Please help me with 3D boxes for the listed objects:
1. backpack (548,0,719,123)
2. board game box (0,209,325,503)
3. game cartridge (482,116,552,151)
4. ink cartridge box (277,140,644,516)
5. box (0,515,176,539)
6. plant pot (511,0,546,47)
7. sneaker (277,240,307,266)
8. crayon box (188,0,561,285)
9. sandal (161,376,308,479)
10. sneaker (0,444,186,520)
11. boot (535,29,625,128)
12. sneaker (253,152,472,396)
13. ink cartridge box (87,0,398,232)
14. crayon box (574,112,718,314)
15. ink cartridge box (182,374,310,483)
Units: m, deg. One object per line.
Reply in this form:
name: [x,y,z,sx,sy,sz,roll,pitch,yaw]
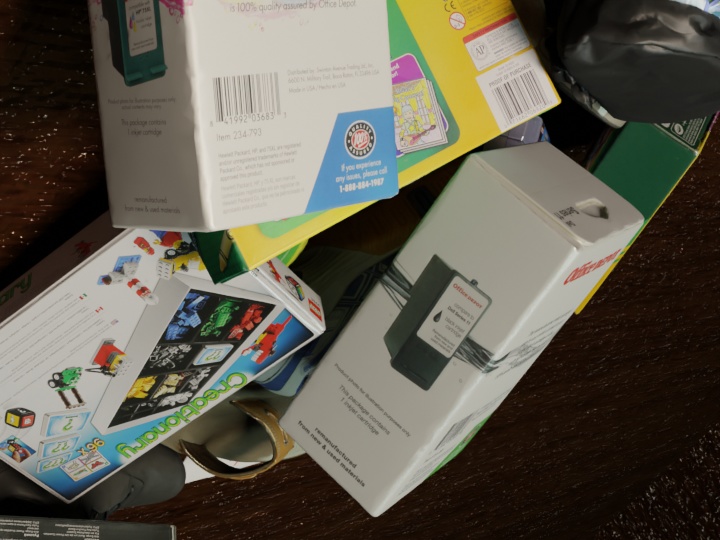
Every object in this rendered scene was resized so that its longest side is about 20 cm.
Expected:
backpack: [0.172,-0.194,0.715,0.152,0.202,0.163,-5,170,21]
board game box: [-0.135,0.042,0.760,0.199,0.035,0.126,-34,126,17]
game cartridge: [0.106,-0.040,0.978,0.200,0.038,0.131,19,90,-77]
ink cartridge box: [0.061,0.028,0.795,0.201,0.083,0.146,-54,165,21]
box: [-0.229,0.195,0.819,0.198,0.048,0.193,8,152,-22]
plant pot: [0.030,-0.111,0.854,0.199,0.028,0.200,-32,158,-14]
sneaker: [-0.099,-0.008,0.792,0.200,0.074,0.083,-46,161,18]
crayon box: [-0.010,-0.092,0.692,0.199,0.120,0.058,-29,-177,-22]
sandal: [-0.081,0.106,0.901,0.080,0.054,0.199,-43,150,16]
sneaker: [-0.193,0.147,0.885,0.199,0.091,0.076,8,130,-44]
boot: [0.187,-0.178,0.862,0.154,0.073,0.204,-52,178,24]
sneaker: [0.000,0.000,0.860,0.199,0.076,0.088,-34,133,5]
ink cartridge box: [-0.050,-0.124,0.569,0.116,0.067,0.202,-13,103,-46]
crayon box: [0.207,-0.091,1.022,0.200,0.058,0.173,-55,177,-47]
ink cartridge box: [-0.067,0.087,1.034,0.199,0.067,0.117,-8,143,-51]
